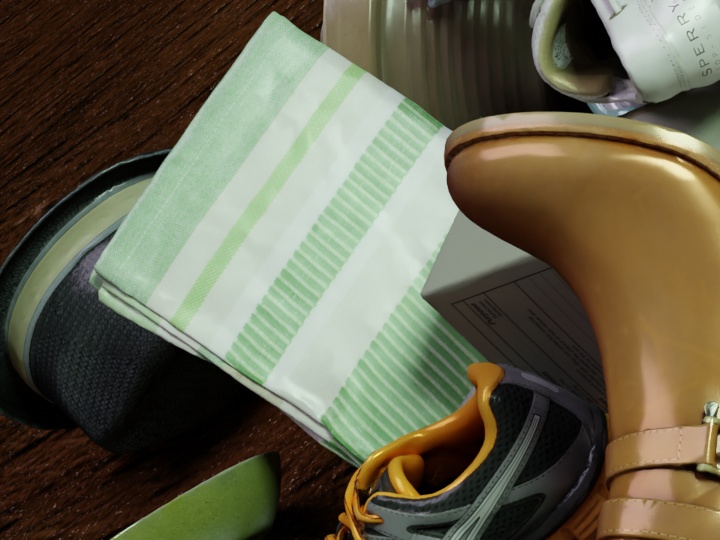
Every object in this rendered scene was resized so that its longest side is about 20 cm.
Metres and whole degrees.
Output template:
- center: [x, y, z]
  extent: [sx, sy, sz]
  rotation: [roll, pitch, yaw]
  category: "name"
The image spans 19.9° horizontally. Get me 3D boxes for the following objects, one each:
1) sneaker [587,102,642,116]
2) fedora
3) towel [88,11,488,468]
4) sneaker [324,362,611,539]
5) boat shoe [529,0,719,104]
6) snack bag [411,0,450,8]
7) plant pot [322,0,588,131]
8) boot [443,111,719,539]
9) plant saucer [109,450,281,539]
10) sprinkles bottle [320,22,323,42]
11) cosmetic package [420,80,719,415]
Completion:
- center: [0.169, -0.133, 0.948]
  extent: [0.140, 0.078, 0.200]
  rotation: [-37, 26, 27]
  category: "sneaker"
- center: [-0.113, 0.031, 1.140]
  extent: [0.201, 0.201, 0.092]
  rotation: [-47, 53, 4]
  category: "fedora"
- center: [0.000, 0.000, 0.907]
  extent: [0.153, 0.200, 0.023]
  rotation: [-55, -8, -9]
  category: "towel"
- center: [0.019, 0.112, 0.833]
  extent: [0.200, 0.077, 0.078]
  rotation: [-45, 25, 14]
  category: "sneaker"
- center: [0.095, -0.098, 0.791]
  extent: [0.069, 0.071, 0.200]
  rotation: [-31, 10, -2]
  category: "boat shoe"
- center: [0.110, -0.212, 0.881]
  extent: [0.188, 0.021, 0.200]
  rotation: [-27, -25, -22]
  category: "snack bag"
- center: [0.059, -0.107, 1.012]
  extent: [0.093, 0.201, 0.201]
  rotation: [0, 44, 20]
  category: "plant pot"
- center: [0.099, 0.044, 0.673]
  extent: [0.077, 0.200, 0.155]
  rotation: [112, -178, -71]
  category: "boot"
- center: [-0.113, 0.154, 0.960]
  extent: [0.200, 0.031, 0.200]
  rotation: [-34, -9, -6]
  category: "plant saucer"
- center: [0.007, -0.136, 1.258]
  extent: [0.068, 0.068, 0.200]
  rotation: [-36, 25, 28]
  category: "sprinkles bottle"
- center: [0.132, -0.009, 0.787]
  extent: [0.200, 0.104, 0.073]
  rotation: [-20, 35, 47]
  category: "cosmetic package"
